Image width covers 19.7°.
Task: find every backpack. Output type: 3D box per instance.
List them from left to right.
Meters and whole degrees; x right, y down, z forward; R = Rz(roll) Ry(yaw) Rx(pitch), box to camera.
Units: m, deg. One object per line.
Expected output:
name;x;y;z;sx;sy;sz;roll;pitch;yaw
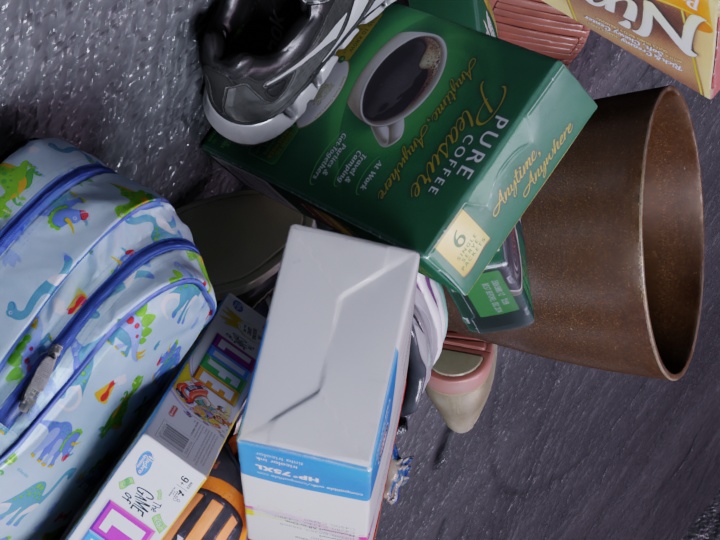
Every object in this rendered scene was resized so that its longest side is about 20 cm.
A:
backpack;-0.157;0.041;0.923;0.163;0.152;0.202;70;39;-68

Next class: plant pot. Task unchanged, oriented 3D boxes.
plant pot;0.110;-0.022;1.364;0.187;0.198;0.189;-1;90;-69

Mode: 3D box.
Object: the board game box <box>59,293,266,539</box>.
board game box;-0.102;0.100;0.981;0.135;0.034;0.200;-54;-176;18

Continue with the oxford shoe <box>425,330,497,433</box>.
oxford shoe;0.068;0.025;1.476;0.074;0.070;0.201;83;13;-46

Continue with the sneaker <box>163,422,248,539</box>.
sneaker;-0.080;0.151;1.165;0.112;0.077;0.200;-54;180;-17

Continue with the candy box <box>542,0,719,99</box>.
candy box;0.134;-0.190;1.186;0.055;0.199;0.116;-53;162;-13

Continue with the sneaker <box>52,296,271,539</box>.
sneaker;-0.118;0.087;1.170;0.201;0.075;0.085;-57;166;-3

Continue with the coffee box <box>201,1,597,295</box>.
coffee box;0.015;-0.074;1.075;0.123;0.199;0.044;-55;133;-9

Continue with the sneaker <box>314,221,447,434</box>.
sneaker;0.000;0.000;1.171;0.140;0.077;0.201;-79;148;-59

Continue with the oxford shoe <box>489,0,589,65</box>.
oxford shoe;0.116;-0.163;1.404;0.074;0.070;0.201;-73;179;-48

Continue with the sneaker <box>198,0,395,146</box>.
sneaker;-0.017;-0.159;1.057;0.201;0.066;0.091;-54;164;-7

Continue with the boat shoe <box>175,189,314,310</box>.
boat shoe;-0.102;0.027;1.109;0.199;0.074;0.067;-41;146;-36

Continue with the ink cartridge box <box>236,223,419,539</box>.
ink cartridge box;-0.016;0.076;1.045;0.200;0.067;0.117;93;9;-64

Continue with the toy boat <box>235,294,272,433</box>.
toy boat;-0.055;0.094;1.289;0.131;0.130;0.201;56;36;-42

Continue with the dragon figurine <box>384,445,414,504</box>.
dragon figurine;0.004;0.063;1.455;0.099;0.058;0.202;8;84;-70

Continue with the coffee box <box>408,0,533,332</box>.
coffee box;0.064;-0.077;1.230;0.123;0.044;0.202;57;25;-68
